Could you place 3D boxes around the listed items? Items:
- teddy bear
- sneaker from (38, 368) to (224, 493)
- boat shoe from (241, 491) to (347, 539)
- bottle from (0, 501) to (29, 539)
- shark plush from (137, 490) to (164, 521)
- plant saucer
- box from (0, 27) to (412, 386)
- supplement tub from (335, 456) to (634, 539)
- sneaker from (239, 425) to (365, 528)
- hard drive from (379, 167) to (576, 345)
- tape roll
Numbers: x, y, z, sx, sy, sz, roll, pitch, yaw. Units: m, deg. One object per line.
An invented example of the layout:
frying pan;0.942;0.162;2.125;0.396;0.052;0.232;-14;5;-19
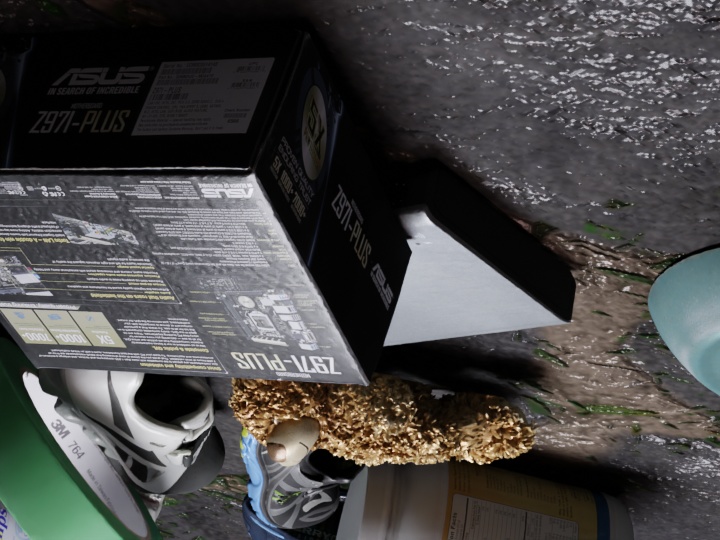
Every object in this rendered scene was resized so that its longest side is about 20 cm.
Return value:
teddy bear;0.013;0.099;1.136;0.198;0.068;0.144;13;173;-31
sneaker;-0.131;0.104;1.224;0.088;0.075;0.200;2;156;27
boat shoe;-0.006;0.218;1.434;0.198;0.085;0.069;2;152;16
bottle;-0.367;0.238;1.643;0.065;0.084;0.200;-7;150;38
shark plush;-0.211;0.190;1.459;0.090;0.084;0.199;25;153;-30
plant saucer;0.253;0.043;0.974;0.197;0.036;0.200;9;156;4
box;-0.097;-0.028;0.871;0.198;0.087;0.164;1;143;25
supplement tub;0.085;0.214;1.300;0.198;0.146;0.145;13;157;-5
sneaker;-0.035;0.140;1.281;0.082;0.071;0.200;13;154;11
hard drive;0.000;0.000;0.998;0.198;0.033;0.139;-9;150;39
tape roll;-0.206;0.139;1.228;0.201;0.048;0.200;53;179;2
